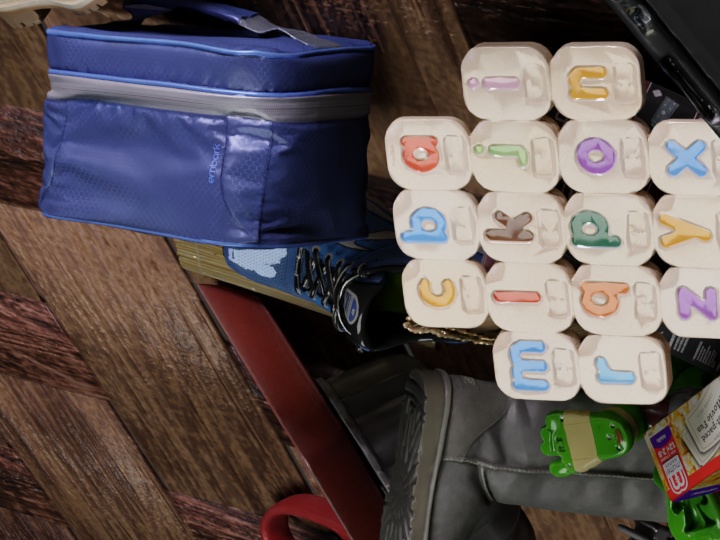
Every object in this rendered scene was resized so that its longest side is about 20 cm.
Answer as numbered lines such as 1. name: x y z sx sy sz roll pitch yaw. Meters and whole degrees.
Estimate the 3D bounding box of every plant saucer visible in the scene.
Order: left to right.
1. plant saucer: -0.029 0.118 1.826 0.200 0.037 0.200 56 175 44

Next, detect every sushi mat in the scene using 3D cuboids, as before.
1. sushi mat: -0.040 -0.001 1.738 0.200 0.012 0.096 18 150 19
2. sushi mat: 0.113 0.031 1.528 0.096 0.012 0.200 16 -167 28

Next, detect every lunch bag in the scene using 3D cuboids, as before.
1. lunch bag: -0.093 -0.090 1.509 0.200 0.133 0.136 9 -171 31

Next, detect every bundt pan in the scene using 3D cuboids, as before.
1. bundt pan: 0.052 0.139 1.765 0.202 0.076 0.202 58 177 4

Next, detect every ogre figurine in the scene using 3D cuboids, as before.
1. ogre figurine: 0.194 0.100 1.540 0.200 0.120 0.098 22 119 32

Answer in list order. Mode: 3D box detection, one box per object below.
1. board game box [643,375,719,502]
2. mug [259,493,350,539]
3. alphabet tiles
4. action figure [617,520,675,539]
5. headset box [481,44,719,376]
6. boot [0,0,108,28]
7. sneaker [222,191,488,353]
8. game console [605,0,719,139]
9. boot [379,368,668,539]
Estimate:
1. board game box: 0.267 0.057 1.414 0.200 0.151 0.046 -48 58 56
2. mug: -0.005 0.259 2.036 0.177 0.134 0.200 30 149 -7
3. alphabet tiles: 0.111 -0.024 1.383 0.195 0.015 0.200 1 111 22
4. action figure: 0.239 0.215 1.704 0.130 0.069 0.200 41 -171 39
5. headset box: 0.160 -0.031 1.454 0.200 0.075 0.149 24 152 8
6. boot: -0.180 -0.203 1.489 0.200 0.075 0.107 -8 130 50
7. sneaker: 0.000 0.000 1.618 0.200 0.089 0.079 11 119 24
8. game console: 0.195 -0.131 1.243 0.116 0.176 0.200 -34 121 17
9. boot: 0.120 0.142 1.639 0.199 0.073 0.182 5 113 -17
